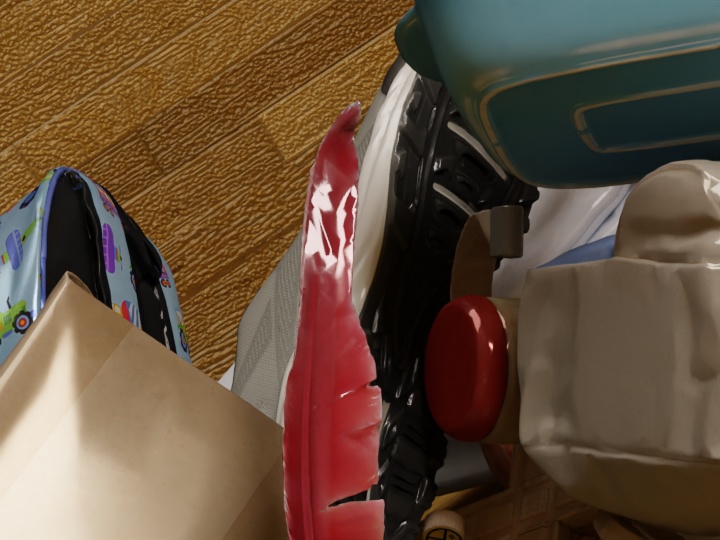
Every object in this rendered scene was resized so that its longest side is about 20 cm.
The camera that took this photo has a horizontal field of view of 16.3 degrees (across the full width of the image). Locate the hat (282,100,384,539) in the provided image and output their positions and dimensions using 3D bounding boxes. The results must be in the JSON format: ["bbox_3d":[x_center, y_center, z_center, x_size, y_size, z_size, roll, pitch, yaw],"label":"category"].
[{"bbox_3d":[-0.045,0.091,0.624,0.165,0.177,0.200,-32,3,21],"label":"hat"}]

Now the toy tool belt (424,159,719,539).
[{"bbox_3d":[0.114,0.030,0.741,0.122,0.126,0.200,3,-6,-24],"label":"toy tool belt"}]

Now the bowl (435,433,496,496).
[{"bbox_3d":[0.043,0.028,1.099,0.200,0.091,0.201,-17,9,3],"label":"bowl"}]

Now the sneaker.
[{"bbox_3d":[0.000,0.000,0.842,0.079,0.074,0.201,0,59,45],"label":"sneaker"}]

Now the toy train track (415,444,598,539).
[{"bbox_3d":[0.019,0.088,0.849,0.199,0.033,0.115,-26,35,30],"label":"toy train track"}]

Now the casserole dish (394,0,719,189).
[{"bbox_3d":[0.108,-0.063,0.714,0.199,0.039,0.121,-9,-21,13],"label":"casserole dish"}]

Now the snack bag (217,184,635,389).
[{"bbox_3d":[0.004,0.021,0.930,0.200,0.021,0.189,-47,22,-3],"label":"snack bag"}]

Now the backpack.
[{"bbox_3d":[-0.141,0.066,1.049,0.134,0.201,0.183,-8,-18,14],"label":"backpack"}]

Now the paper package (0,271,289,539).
[{"bbox_3d":[-0.114,0.130,0.749,0.201,0.103,0.191,-58,4,-27],"label":"paper package"}]

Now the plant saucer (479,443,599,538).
[{"bbox_3d":[0.117,0.002,0.876,0.200,0.037,0.201,-36,40,36],"label":"plant saucer"}]
